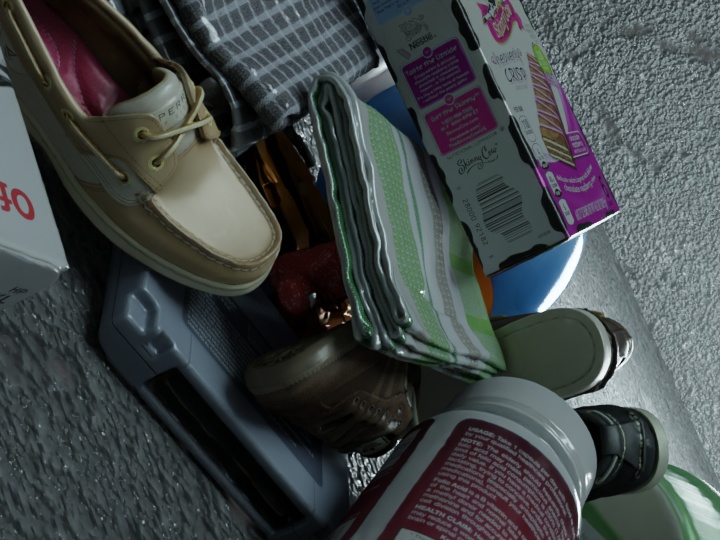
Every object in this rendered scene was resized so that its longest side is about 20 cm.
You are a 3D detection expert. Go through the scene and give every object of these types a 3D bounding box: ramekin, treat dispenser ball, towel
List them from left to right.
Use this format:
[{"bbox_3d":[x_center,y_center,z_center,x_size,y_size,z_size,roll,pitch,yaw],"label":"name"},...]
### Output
[{"bbox_3d":[-0.071,-0.155,0.799,0.166,0.085,0.200,66,26,-12],"label":"towel"},{"bbox_3d":[0.033,-0.017,0.804,0.200,0.031,0.150,23,53,-65],"label":"towel"},{"bbox_3d":[0.065,-0.042,1.052,0.201,0.200,0.201,56,18,-27],"label":"treat dispenser ball"},{"bbox_3d":[0.162,0.215,0.987,0.098,0.200,0.201,32,34,-49],"label":"ramekin"}]

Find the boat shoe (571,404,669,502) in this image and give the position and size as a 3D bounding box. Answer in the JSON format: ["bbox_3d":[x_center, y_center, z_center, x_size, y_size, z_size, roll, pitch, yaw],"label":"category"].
[{"bbox_3d":[0.090,0.126,0.903,0.067,0.199,0.072,2,71,-50],"label":"boat shoe"}]

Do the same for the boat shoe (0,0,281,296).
[{"bbox_3d":[-0.109,-0.071,0.686,0.200,0.069,0.074,43,50,-9],"label":"boat shoe"}]

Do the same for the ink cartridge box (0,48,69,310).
[{"bbox_3d":[-0.194,-0.082,0.490,0.145,0.084,0.201,27,39,-64],"label":"ink cartridge box"}]

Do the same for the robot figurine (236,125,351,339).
[{"bbox_3d":[-0.065,-0.050,0.910,0.201,0.058,0.145,65,15,3],"label":"robot figurine"}]

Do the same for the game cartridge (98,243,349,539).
[{"bbox_3d":[-0.069,0.054,0.778,0.200,0.041,0.133,54,14,-31],"label":"game cartridge"}]

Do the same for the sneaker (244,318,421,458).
[{"bbox_3d":[0.000,0.066,0.791,0.076,0.070,0.200,68,17,4],"label":"sneaker"}]

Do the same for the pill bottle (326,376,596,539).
[{"bbox_3d":[0.050,0.147,0.765,0.115,0.114,0.200,60,37,-12],"label":"pill bottle"}]

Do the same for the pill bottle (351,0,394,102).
[{"bbox_3d":[-0.022,-0.212,1.190,0.200,0.119,0.120,57,17,-23],"label":"pill bottle"}]

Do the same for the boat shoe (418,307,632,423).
[{"bbox_3d":[0.076,0.064,0.923,0.059,0.199,0.072,0,76,-56],"label":"boat shoe"}]

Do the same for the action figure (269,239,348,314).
[{"bbox_3d":[0.000,0.000,0.844,0.200,0.065,0.052,-13,91,-66],"label":"action figure"}]

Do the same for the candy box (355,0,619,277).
[{"bbox_3d":[0.079,-0.106,0.890,0.201,0.061,0.136,64,24,1],"label":"candy box"}]
